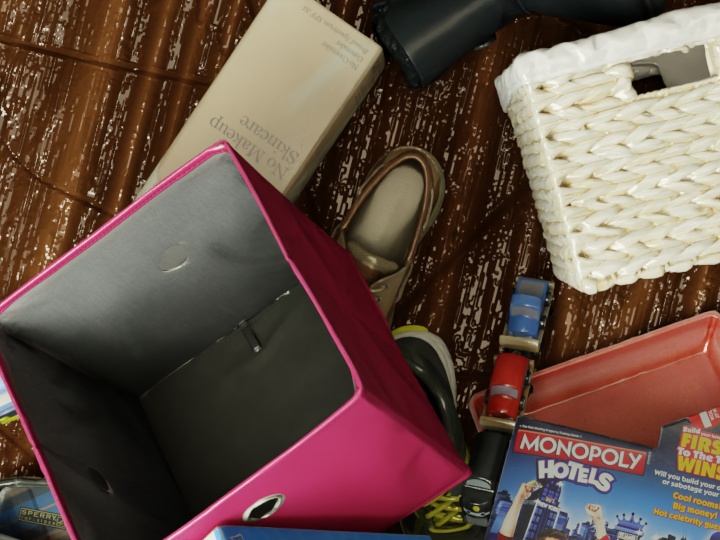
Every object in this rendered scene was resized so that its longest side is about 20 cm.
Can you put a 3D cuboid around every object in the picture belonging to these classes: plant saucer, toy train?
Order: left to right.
[{"bbox_3d":[0.103,0.082,1.115,0.034,0.046,0.202,7,56,16],"label":"toy train"},{"bbox_3d":[0.199,0.150,1.116,0.197,0.037,0.202,-19,62,-3],"label":"plant saucer"}]

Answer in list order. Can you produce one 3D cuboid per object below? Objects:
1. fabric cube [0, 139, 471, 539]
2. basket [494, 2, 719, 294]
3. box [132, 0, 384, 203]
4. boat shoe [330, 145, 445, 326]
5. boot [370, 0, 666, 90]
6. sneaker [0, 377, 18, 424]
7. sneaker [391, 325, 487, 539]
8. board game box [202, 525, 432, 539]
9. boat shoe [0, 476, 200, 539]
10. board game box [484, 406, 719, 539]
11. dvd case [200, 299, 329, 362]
[{"bbox_3d":[-0.080,0.081,1.000,0.195,0.199,0.201,-35,61,7],"label":"fabric cube"},{"bbox_3d":[0.207,-0.085,1.087,0.196,0.200,0.163,-13,92,2],"label":"basket"},{"bbox_3d":[-0.073,-0.097,1.154,0.094,0.078,0.201,33,89,3],"label":"box"},{"bbox_3d":[0.000,0.000,1.149,0.075,0.072,0.202,21,88,3],"label":"boat shoe"},{"bbox_3d":[0.101,-0.178,1.100,0.167,0.200,0.077,-33,118,-4],"label":"boot"},{"bbox_3d":[-0.325,0.086,1.162,0.197,0.074,0.083,-16,85,-6],"label":"sneaker"},{"bbox_3d":[0.047,0.143,1.126,0.074,0.085,0.202,-18,92,12],"label":"sneaker"},{"bbox_3d":[-0.068,0.238,0.984,0.196,0.199,0.056,-44,56,25],"label":"board game box"},{"bbox_3d":[-0.187,0.181,1.128,0.197,0.057,0.070,2,81,20],"label":"boat shoe"},{"bbox_3d":[0.188,0.174,1.050,0.197,0.062,0.202,13,64,14],"label":"board game box"},{"bbox_3d":[-0.097,0.084,1.137,0.198,0.018,0.144,15,84,25],"label":"dvd case"}]
